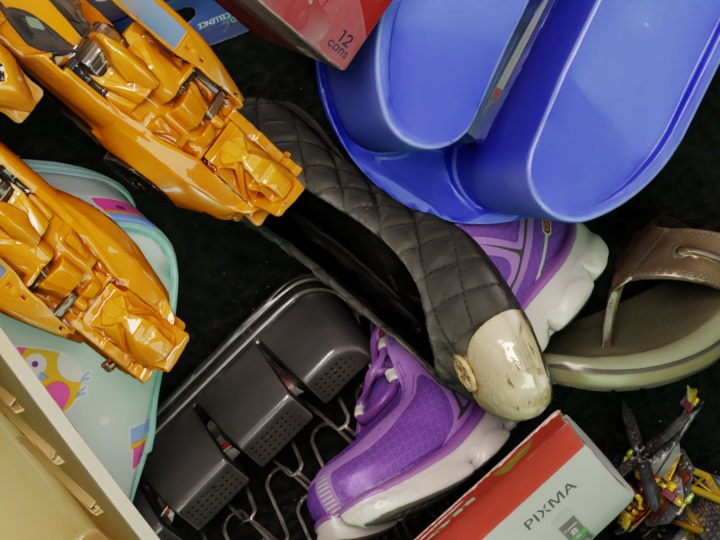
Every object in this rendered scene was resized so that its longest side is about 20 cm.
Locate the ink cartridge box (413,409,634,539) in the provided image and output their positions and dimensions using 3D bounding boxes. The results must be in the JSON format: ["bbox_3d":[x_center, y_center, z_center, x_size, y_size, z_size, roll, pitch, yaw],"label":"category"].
[{"bbox_3d":[0.036,0.125,0.952,0.161,0.200,0.050,-42,83,0],"label":"ink cartridge box"}]

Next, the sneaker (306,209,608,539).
[{"bbox_3d":[0.023,0.031,0.977,0.083,0.200,0.081,44,136,-11],"label":"sneaker"}]

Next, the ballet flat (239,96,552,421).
[{"bbox_3d":[0.000,0.000,0.915,0.057,0.200,0.067,-27,136,-27],"label":"ballet flat"}]

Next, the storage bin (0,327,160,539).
[{"bbox_3d":[-0.176,0.120,0.825,0.198,0.094,0.200,-43,135,-13],"label":"storage bin"}]

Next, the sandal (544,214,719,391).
[{"bbox_3d":[0.148,-0.002,1.065,0.200,0.080,0.058,-27,108,-21],"label":"sandal"}]

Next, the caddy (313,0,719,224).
[{"bbox_3d":[0.068,-0.112,0.942,0.141,0.105,0.201,26,93,-17],"label":"caddy"}]

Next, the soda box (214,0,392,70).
[{"bbox_3d":[-0.068,-0.153,0.828,0.200,0.070,0.064,39,84,-35],"label":"soda box"}]

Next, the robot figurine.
[{"bbox_3d":[-0.120,-0.060,0.841,0.200,0.058,0.145,40,78,-24],"label":"robot figurine"}]

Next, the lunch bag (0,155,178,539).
[{"bbox_3d":[-0.162,0.048,0.936,0.159,0.077,0.201,3,114,-25],"label":"lunch bag"}]

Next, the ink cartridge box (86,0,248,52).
[{"bbox_3d":[-0.089,-0.155,0.886,0.099,0.039,0.201,-24,124,-13],"label":"ink cartridge box"}]

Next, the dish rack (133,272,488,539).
[{"bbox_3d":[-0.010,0.115,1.059,0.153,0.055,0.200,-44,128,2],"label":"dish rack"}]

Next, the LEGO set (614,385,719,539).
[{"bbox_3d":[0.130,0.162,1.066,0.115,0.201,0.154,24,120,-29],"label":"LEGO set"}]
